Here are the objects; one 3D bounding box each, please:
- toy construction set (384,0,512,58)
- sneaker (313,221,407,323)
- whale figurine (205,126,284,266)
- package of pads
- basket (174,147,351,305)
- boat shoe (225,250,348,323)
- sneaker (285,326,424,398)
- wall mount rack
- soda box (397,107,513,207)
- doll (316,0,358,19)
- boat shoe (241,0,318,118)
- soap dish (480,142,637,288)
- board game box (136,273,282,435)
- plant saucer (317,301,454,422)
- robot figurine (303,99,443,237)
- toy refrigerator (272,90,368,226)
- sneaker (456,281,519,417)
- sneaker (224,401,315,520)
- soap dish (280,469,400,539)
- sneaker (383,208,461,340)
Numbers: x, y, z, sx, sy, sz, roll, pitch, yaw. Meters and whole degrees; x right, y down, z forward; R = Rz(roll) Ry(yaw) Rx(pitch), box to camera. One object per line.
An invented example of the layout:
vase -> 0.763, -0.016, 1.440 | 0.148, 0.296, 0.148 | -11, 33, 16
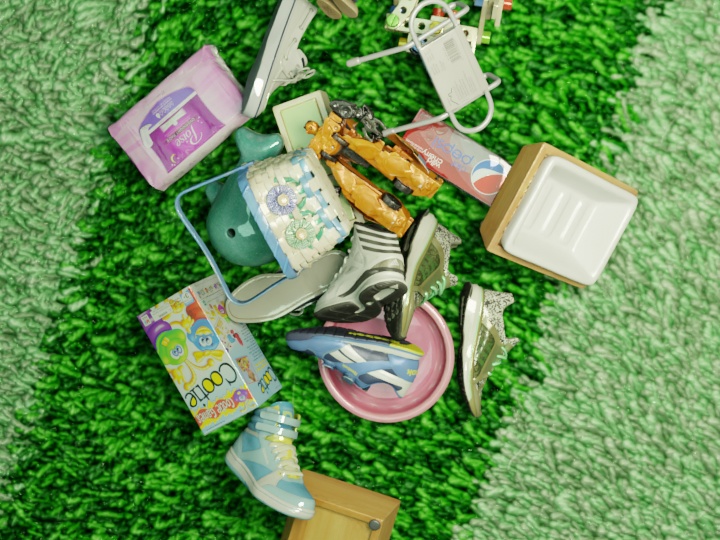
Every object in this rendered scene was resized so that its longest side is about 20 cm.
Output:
toy construction set -> 0.114, -0.362, 1.505 | 0.200, 0.092, 0.131 | 11, 97, 18
sneaker -> 0.001, 0.000, 1.491 | 0.076, 0.200, 0.115 | 12, 65, -30
whale figurine -> -0.159, -0.101, 1.539 | 0.159, 0.104, 0.200 | 15, 112, 18
package of pads -> -0.255, -0.223, 1.572 | 0.200, 0.076, 0.121 | -38, 90, 10
basket -> -0.127, -0.068, 1.440 | 0.200, 0.139, 0.176 | -28, 104, 13
boat shoe -> -0.101, 0.026, 1.580 | 0.200, 0.062, 0.075 | -27, 78, 4
sneaker -> -0.013, 0.128, 1.526 | 0.200, 0.074, 0.082 | 12, 99, 8
wall mount rack -> 0.089, -0.265, 1.444 | 0.174, 0.075, 0.200 | -31, 119, -3
soda box -> 0.153, -0.149, 1.529 | 0.200, 0.063, 0.070 | 32, 97, 4
doll -> 0.010, -0.445, 1.499 | 0.048, 0.136, 0.200 | 39, 75, -34
boat shoe -> -0.103, -0.297, 1.529 | 0.086, 0.075, 0.202 | 23, 69, -15
soap dish -> 0.268, -0.075, 1.463 | 0.200, 0.081, 0.157 | 19, 102, -36
board game box -> -0.221, 0.122, 1.583 | 0.103, 0.105, 0.200 | -29, 91, 19
plant saucer -> 0.039, 0.121, 1.580 | 0.200, 0.051, 0.201 | 1, 96, 7
robot figurine -> 0.006, -0.144, 1.483 | 0.200, 0.058, 0.145 | 38, 110, 0
toy refrigerator -> -0.056, -0.153, 1.555 | 0.076, 0.070, 0.200 | -18, 94, 9
sneaker -> 0.187, 0.116, 1.551 | 0.089, 0.077, 0.200 | 2, 98, -1
sneaker -> -0.114, 0.267, 1.563 | 0.200, 0.080, 0.131 | 30, 95, 45
soap dish -> -0.044, 0.417, 1.606 | 0.157, 0.081, 0.200 | 17, 99, 6
sneaker -> 0.096, 0.012, 1.513 | 0.089, 0.077, 0.200 | 22, 67, -10
